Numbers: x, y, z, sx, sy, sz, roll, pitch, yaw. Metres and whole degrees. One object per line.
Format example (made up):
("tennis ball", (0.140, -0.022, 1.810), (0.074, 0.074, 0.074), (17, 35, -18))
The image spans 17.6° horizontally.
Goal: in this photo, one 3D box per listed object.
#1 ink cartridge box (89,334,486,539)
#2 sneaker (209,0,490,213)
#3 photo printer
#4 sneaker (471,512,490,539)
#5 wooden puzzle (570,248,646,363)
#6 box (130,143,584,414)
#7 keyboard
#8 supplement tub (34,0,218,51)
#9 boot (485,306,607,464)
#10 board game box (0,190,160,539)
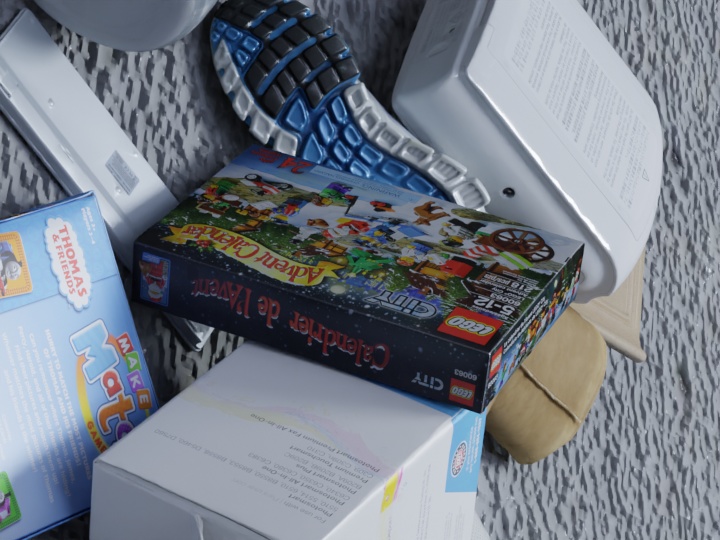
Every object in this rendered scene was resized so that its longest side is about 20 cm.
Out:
("ink cartridge box", (-0.043, 0.130, 1.151), (0.200, 0.125, 0.129), (-37, 141, -48))
("sneaker", (-0.014, -0.078, 1.336), (0.075, 0.087, 0.200), (-44, 99, -3))
("photo printer", (0.112, -0.089, 1.423), (0.200, 0.069, 0.166), (48, 40, -27))
("sneaker", (0.100, 0.216, 1.340), (0.074, 0.116, 0.200), (-19, 92, -49))
("wooden puzzle", (0.125, -0.055, 1.515), (0.185, 0.037, 0.200), (29, 54, -41))
("box", (0.000, 0.000, 1.214), (0.137, 0.200, 0.038), (-45, 147, -55))
("keyboard", (-0.130, -0.046, 1.226), (0.200, 0.011, 0.056), (54, 39, -26))
("supplement tub", (-0.092, -0.216, 1.229), (0.123, 0.122, 0.200), (57, 43, -22))
("boot", (0.075, 0.084, 1.360), (0.175, 0.066, 0.200), (-58, 155, -5))
("board game box", (-0.183, 0.056, 1.111), (0.200, 0.037, 0.151), (-21, 96, -50))
